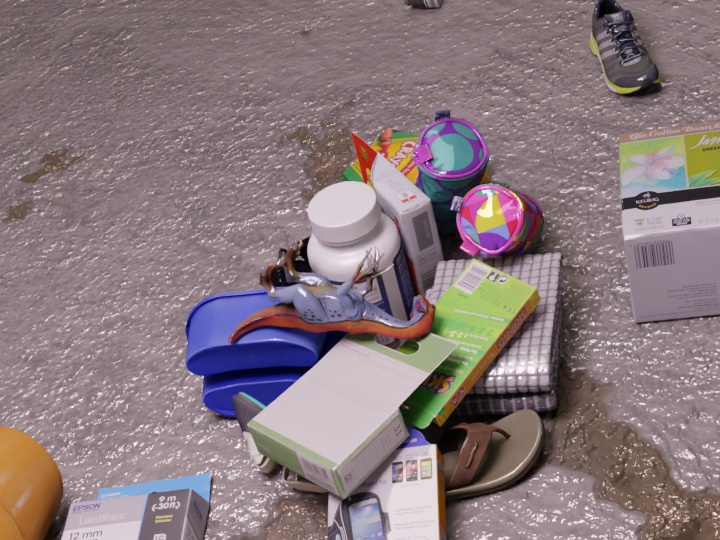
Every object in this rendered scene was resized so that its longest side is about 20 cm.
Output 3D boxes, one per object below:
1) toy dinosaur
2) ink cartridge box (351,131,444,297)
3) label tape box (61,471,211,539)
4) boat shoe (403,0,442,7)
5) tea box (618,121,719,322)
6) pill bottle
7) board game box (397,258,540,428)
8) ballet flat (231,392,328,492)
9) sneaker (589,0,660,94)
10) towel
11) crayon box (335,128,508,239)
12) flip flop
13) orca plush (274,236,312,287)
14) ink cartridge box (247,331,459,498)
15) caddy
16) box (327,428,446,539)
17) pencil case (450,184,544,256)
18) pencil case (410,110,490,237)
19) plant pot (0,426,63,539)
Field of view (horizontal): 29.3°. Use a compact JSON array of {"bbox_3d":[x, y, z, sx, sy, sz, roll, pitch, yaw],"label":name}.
[{"bbox_3d":[-0.016,0.040,1.494,0.181,0.201,0.105,37,26,11],"label":"toy dinosaur"},{"bbox_3d":[0.034,-0.060,1.700,0.050,0.164,0.200,-28,40,-17],"label":"ink cartridge box"},{"bbox_3d":[-0.244,0.286,1.476,0.141,0.067,0.201,-9,41,11],"label":"label tape box"},{"bbox_3d":[0.112,-0.505,2.266,0.063,0.071,0.201,0,44,18],"label":"boat shoe"},{"bbox_3d":[0.403,-0.062,1.587,0.197,0.135,0.198,-7,40,13],"label":"tea box"},{"bbox_3d":[0.000,0.000,1.612,0.109,0.202,0.112,-10,39,8],"label":"pill bottle"},{"bbox_3d":[0.099,0.081,1.487,0.095,0.030,0.200,26,66,40],"label":"board game box"},{"bbox_3d":[-0.079,0.198,1.518,0.198,0.074,0.073,22,53,30],"label":"ballet flat"},{"bbox_3d":[0.366,-0.318,1.944,0.073,0.082,0.201,-19,39,-1],"label":"sneaker"},{"bbox_3d":[0.149,0.077,1.564,0.163,0.086,0.201,-5,42,18],"label":"towel"},{"bbox_3d":[0.082,-0.118,1.840,0.198,0.051,0.127,18,50,35],"label":"crayon box"},{"bbox_3d":[0.102,0.196,1.457,0.198,0.058,0.081,-18,39,-1],"label":"flip flop"},{"bbox_3d":[-0.076,-0.003,1.747,0.104,0.072,0.201,9,46,29],"label":"orca plush"},{"bbox_3d":[-0.003,0.136,1.451,0.200,0.048,0.145,-40,37,-28],"label":"ink cartridge box"},{"bbox_3d":[-0.110,0.088,1.600,0.197,0.142,0.106,-6,43,13],"label":"caddy"},{"bbox_3d":[0.027,0.259,1.390,0.117,0.042,0.202,-9,53,14],"label":"box"},{"bbox_3d":[0.165,-0.057,1.636,0.087,0.090,0.200,-3,0,17],"label":"pencil case"},{"bbox_3d":[0.098,-0.110,1.659,0.091,0.200,0.086,0,70,-3],"label":"pencil case"},{"bbox_3d":[-0.418,0.268,1.479,0.198,0.203,0.184,0,27,21],"label":"plant pot"}]
